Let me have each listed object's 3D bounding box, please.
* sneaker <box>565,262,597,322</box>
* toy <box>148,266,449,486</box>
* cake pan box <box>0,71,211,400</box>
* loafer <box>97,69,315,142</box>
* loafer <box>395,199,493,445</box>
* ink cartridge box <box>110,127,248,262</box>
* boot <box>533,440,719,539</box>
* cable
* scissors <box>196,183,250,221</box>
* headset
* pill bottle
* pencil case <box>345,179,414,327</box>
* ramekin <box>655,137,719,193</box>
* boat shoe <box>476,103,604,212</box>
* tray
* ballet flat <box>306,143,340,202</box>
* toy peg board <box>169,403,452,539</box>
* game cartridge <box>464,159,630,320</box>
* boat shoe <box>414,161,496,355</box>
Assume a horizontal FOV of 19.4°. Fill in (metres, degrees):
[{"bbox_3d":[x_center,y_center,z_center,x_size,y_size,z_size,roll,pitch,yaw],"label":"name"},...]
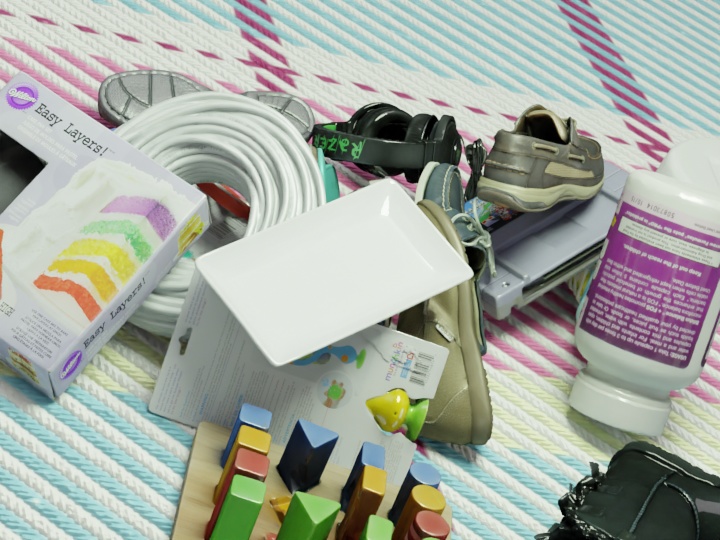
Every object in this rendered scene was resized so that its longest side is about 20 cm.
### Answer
[{"bbox_3d":[0.195,-0.002,1.874,0.130,0.080,0.200,31,22,11],"label":"sneaker"},{"bbox_3d":[-0.046,0.080,1.571,0.199,0.116,0.047,19,3,-4],"label":"toy"},{"bbox_3d":[-0.241,-0.032,1.560,0.199,0.052,0.184,35,66,18],"label":"cake pan box"},{"bbox_3d":[-0.141,-0.129,1.877,0.199,0.063,0.072,6,64,-19],"label":"loafer"},{"bbox_3d":[0.055,0.041,1.647,0.067,0.076,0.201,-10,72,-7],"label":"loafer"},{"bbox_3d":[-0.166,-0.041,1.726,0.200,0.042,0.119,37,31,16],"label":"ink cartridge box"},{"bbox_3d":[0.242,0.207,1.582,0.197,0.074,0.162,25,27,17],"label":"boot"},{"bbox_3d":[-0.123,-0.040,1.628,0.200,0.069,0.200,-42,71,-12],"label":"cable"},{"bbox_3d":[-0.130,-0.079,1.765,0.073,0.014,0.200,30,7,-37],"label":"scissors"},{"bbox_3d":[0.043,-0.099,1.900,0.199,0.095,0.123,-5,14,-45],"label":"headset"},{"bbox_3d":[0.239,0.028,1.720,0.112,0.201,0.112,18,8,-3],"label":"pill bottle"},{"bbox_3d":[0.000,0.000,1.724,0.077,0.090,0.200,12,30,6],"label":"pencil case"},{"bbox_3d":[0.359,-0.040,2.021,0.199,0.098,0.201,17,32,-11],"label":"ramekin"},{"bbox_3d":[0.164,-0.100,1.793,0.074,0.074,0.200,16,18,20],"label":"boat shoe"},{"bbox_3d":[-0.020,0.003,1.554,0.199,0.022,0.108,-24,65,-36],"label":"tray"},{"bbox_3d":[-0.056,-0.066,1.765,0.072,0.072,0.200,25,1,3],"label":"ballet flat"},{"bbox_3d":[-0.020,0.167,1.444,0.199,0.098,0.200,20,31,-7],"label":"toy peg board"},{"bbox_3d":[0.156,-0.039,1.845,0.199,0.039,0.129,-30,44,-24],"label":"game cartridge"},{"bbox_3d":[0.079,-0.009,1.749,0.061,0.075,0.201,-13,48,22],"label":"boat shoe"}]
